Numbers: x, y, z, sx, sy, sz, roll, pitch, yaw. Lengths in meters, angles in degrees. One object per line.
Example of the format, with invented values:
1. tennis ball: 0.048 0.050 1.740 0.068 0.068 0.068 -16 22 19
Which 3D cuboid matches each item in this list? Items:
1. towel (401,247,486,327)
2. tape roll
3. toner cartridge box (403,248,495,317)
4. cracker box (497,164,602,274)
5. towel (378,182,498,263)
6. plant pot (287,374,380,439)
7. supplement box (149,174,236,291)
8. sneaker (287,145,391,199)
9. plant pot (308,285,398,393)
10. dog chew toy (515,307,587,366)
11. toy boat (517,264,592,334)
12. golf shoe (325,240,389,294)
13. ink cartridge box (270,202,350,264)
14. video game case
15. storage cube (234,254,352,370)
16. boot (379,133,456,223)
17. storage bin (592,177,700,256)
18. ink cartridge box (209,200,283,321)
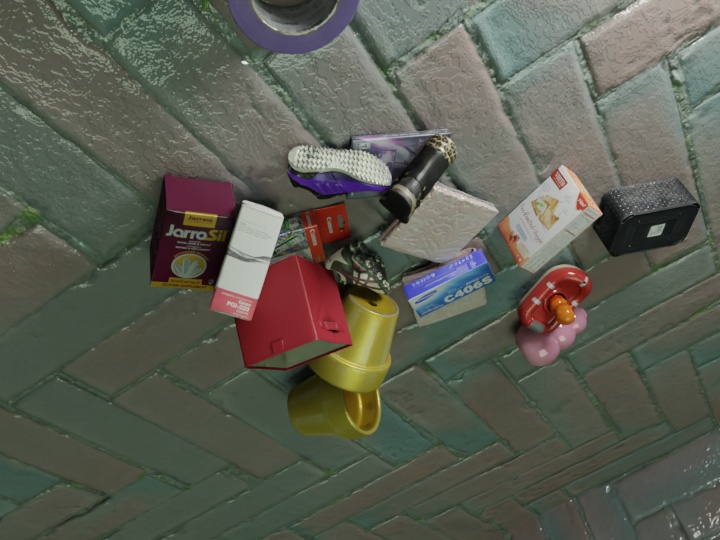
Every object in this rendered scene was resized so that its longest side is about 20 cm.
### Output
1. towel: 0.204 0.044 1.679 0.189 0.032 0.201 -20 138 2
2. tape roll: -0.102 -0.428 1.017 0.198 0.085 0.201 -11 138 -10
3. toner cartridge box: 0.206 0.031 1.602 0.198 0.043 0.095 -27 143 10
4. cracker box: 0.405 -0.109 1.508 0.057 0.135 0.200 23 124 -36
5. towel: 0.165 -0.097 1.487 0.198 0.032 0.191 15 132 -36
6. plant pot: -0.076 0.335 1.771 0.187 0.203 0.201 -19 142 25
7. supplement box: -0.320 -0.067 1.314 0.129 0.104 0.201 5 133 -22
8. sneaker: -0.042 -0.174 1.318 0.198 0.070 0.100 10 144 -6
9. plant pot: -0.006 0.145 1.602 0.199 0.201 0.190 10 117 -29
10. dog chew toy: 0.516 0.166 1.864 0.199 0.125 0.125 -34 137 5
11. toy boat: 0.494 0.086 1.732 0.130 0.131 0.201 30 109 -26
12. golf shoe: 0.000 0.000 1.527 0.087 0.078 0.200 -20 146 19
13. ink cartridge box: -0.116 -0.063 1.431 0.198 0.051 0.110 -15 139 -3
14. video game case: 0.072 -0.208 1.369 0.198 0.019 0.144 -6 137 -12
15. storage cube: -0.146 0.093 1.439 0.198 0.182 0.171 -22 162 20
16. boot: 0.109 -0.174 1.331 0.151 0.073 0.200 -51 178 -6
17. storage bin: 0.661 -0.123 1.618 0.198 0.094 0.136 -10 138 -9
18. ink cartridge box: -0.210 -0.023 1.299 0.084 0.146 0.202 16 95 -9
